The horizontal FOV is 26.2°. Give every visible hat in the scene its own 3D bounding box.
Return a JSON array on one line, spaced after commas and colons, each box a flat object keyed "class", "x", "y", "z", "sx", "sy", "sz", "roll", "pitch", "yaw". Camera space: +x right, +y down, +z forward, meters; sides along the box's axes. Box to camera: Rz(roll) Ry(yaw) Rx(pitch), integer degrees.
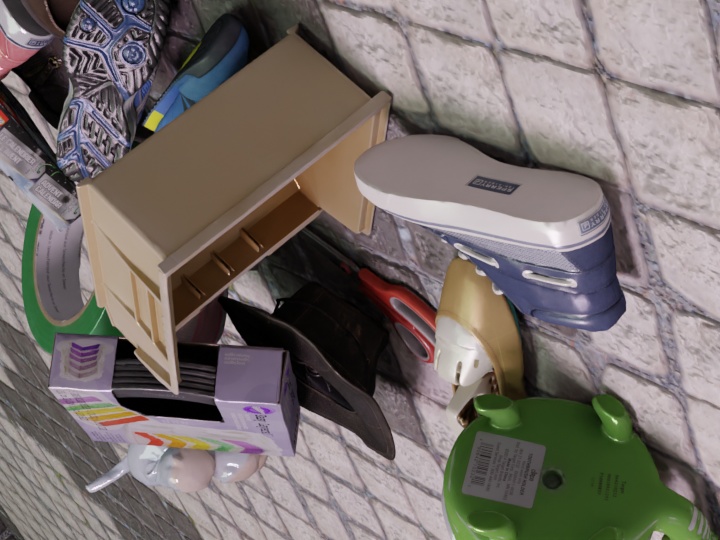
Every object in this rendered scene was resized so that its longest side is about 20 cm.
[{"class": "hat", "x": -0.024, "y": 0.063, "z": 1.277, "sx": 0.200, "sy": 0.081, "sz": 0.201, "roll": 36, "pitch": 163, "yaw": 12}]

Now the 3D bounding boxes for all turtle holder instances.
[{"class": "turtle holder", "x": 0.150, "y": 0.165, "z": 1.095, "sx": 0.132, "sy": 0.184, "sz": 0.142, "roll": 86, "pitch": 169, "yaw": -55}]

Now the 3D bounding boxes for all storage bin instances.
[{"class": "storage bin", "x": -0.088, "y": -0.037, "z": 1.091, "sx": 0.094, "sy": 0.200, "sz": 0.199, "roll": 42, "pitch": 156, "yaw": 18}]

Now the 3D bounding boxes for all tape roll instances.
[{"class": "tape roll", "x": -0.240, "y": -0.022, "z": 1.388, "sx": 0.200, "sy": 0.048, "sz": 0.202, "roll": -16, "pitch": 70, "yaw": 52}]

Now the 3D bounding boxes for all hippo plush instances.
[{"class": "hippo plush", "x": -0.193, "y": 0.150, "z": 1.701, "sx": 0.199, "sy": 0.159, "sz": 0.162, "roll": -7, "pitch": 92, "yaw": 46}]

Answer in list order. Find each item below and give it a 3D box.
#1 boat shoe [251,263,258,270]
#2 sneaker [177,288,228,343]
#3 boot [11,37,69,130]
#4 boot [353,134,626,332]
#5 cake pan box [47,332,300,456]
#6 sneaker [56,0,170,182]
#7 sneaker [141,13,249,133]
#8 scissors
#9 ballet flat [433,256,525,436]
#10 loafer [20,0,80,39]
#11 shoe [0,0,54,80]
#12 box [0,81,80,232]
[{"class": "boat shoe", "x": -0.160, "y": -0.044, "z": 1.381, "sx": 0.199, "sy": 0.075, "sz": 0.061, "roll": 18, "pitch": 98, "yaw": 41}, {"class": "sneaker", "x": -0.151, "y": -0.022, "z": 1.260, "sx": 0.075, "sy": 0.105, "sz": 0.202, "roll": 6, "pitch": 100, "yaw": 21}, {"class": "boot", "x": -0.266, "y": -0.215, "z": 1.327, "sx": 0.200, "sy": 0.069, "sz": 0.174, "roll": 47, "pitch": 152, "yaw": -5}, {"class": "boot", "x": 0.077, "y": -0.022, "z": 0.981, "sx": 0.199, "sy": 0.073, "sz": 0.091, "roll": 22, "pitch": 140, "yaw": 46}, {"class": "cake pan box", "x": -0.144, "y": 0.102, "z": 1.255, "sx": 0.183, "sy": 0.053, "sz": 0.200, "roll": 3, "pitch": 161, "yaw": 1}, {"class": "sneaker", "x": -0.195, "y": -0.164, "z": 1.209, "sx": 0.075, "sy": 0.077, "sz": 0.201, "roll": 17, "pitch": 126, "yaw": -11}, {"class": "sneaker", "x": -0.105, "y": -0.130, "z": 1.165, "sx": 0.078, "sy": 0.066, "sz": 0.200, "roll": 38, "pitch": 158, "yaw": -7}, {"class": "scissors", "x": 0.000, "y": 0.000, "z": 1.237, "sx": 0.200, "sy": 0.014, "sz": 0.073, "roll": 45, "pitch": 159, "yaw": 11}, {"class": "ballet flat", "x": 0.086, "y": 0.077, "z": 1.134, "sx": 0.068, "sy": 0.063, "sz": 0.201, "roll": 28, "pitch": 149, "yaw": 39}, {"class": "loafer", "x": -0.221, "y": -0.246, "z": 1.161, "sx": 0.071, "sy": 0.073, "sz": 0.201, "roll": 35, "pitch": 151, "yaw": 28}, {"class": "shoe", "x": -0.322, "y": -0.255, "z": 1.263, "sx": 0.091, "sy": 0.071, "sz": 0.201, "roll": -30, "pitch": 85, "yaw": 40}, {"class": "box", "x": -0.320, "y": -0.134, "z": 1.371, "sx": 0.200, "sy": 0.040, "sz": 0.137, "roll": 48, "pitch": 177, "yaw": 47}]
